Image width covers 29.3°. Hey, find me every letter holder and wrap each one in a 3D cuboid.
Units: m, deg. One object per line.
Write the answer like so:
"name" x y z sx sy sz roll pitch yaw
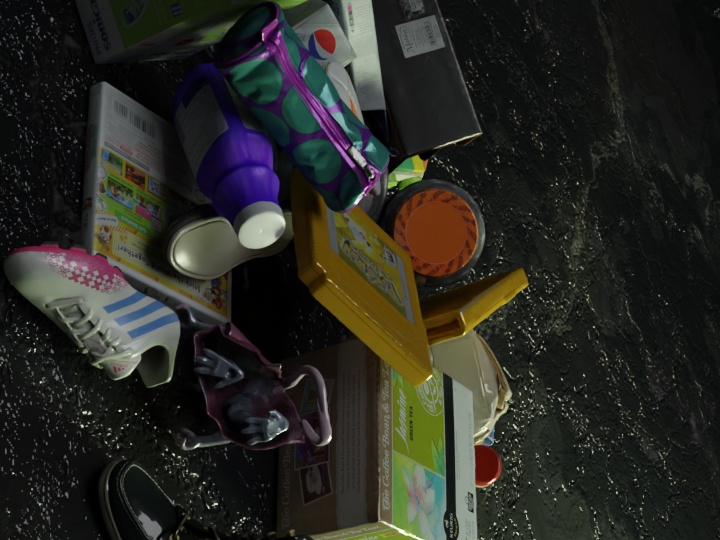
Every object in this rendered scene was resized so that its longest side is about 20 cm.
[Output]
"letter holder" 0.049 -0.228 1.625 0.142 0.100 0.202 151 -79 -76

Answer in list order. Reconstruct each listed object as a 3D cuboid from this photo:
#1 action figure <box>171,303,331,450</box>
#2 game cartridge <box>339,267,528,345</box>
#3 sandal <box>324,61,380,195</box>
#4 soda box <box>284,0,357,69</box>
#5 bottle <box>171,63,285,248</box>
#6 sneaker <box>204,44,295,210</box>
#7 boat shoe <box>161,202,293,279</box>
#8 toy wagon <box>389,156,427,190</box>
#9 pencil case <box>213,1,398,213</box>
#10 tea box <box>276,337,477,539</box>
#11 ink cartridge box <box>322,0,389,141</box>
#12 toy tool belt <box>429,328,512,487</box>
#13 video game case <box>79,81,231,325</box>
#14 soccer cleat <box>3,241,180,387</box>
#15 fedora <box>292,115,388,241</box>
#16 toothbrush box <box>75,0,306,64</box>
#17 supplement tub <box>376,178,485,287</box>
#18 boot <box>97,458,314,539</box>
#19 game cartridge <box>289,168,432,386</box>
"action figure" -0.104 0.095 1.273 0.200 0.147 0.136 154 -66 -87
"game cartridge" 0.083 0.055 1.581 0.200 0.175 0.033 -25 96 -59
"sandal" -0.024 -0.135 1.445 0.207 0.059 0.080 65 19 -59
"soda box" -0.070 -0.258 1.492 0.069 0.063 0.200 58 -4 -24
"bottle" -0.122 -0.107 1.307 0.065 0.084 0.201 8 41 -35
"sneaker" -0.119 -0.146 1.451 0.113 0.075 0.202 8 63 -57
"boat shoe" -0.139 -0.036 1.346 0.199 0.057 0.068 -14 123 -57
"toy wagon" 0.046 -0.182 1.775 0.199 0.039 0.157 -1 77 -59
"pencil case" -0.052 -0.152 1.294 0.085 0.092 0.200 -49 119 -16
"tea box" 0.019 0.202 1.443 0.196 0.133 0.202 32 49 -47
"ink cartridge box" -0.028 -0.272 1.574 0.197 0.043 0.202 -122 -161 -49
"toy tool belt" 0.117 0.167 1.633 0.123 0.123 0.202 99 -23 -70
"video game case" -0.192 -0.060 1.332 0.200 0.023 0.184 32 49 -50
"soccer cleat" -0.223 0.042 1.179 0.199 0.069 0.087 31 49 -50
"fedora" -0.028 -0.113 1.565 0.177 0.090 0.202 40 43 -44
"toothbrush box" -0.153 -0.273 1.326 0.145 0.198 0.087 -19 92 -60
"supplement tub" 0.080 -0.043 1.606 0.200 0.121 0.124 -110 -179 -88
"boot" -0.118 0.233 1.175 0.205 0.153 0.074 61 32 -20
"game cartridge" 0.000 0.000 1.379 0.176 0.032 0.201 43 19 -29
